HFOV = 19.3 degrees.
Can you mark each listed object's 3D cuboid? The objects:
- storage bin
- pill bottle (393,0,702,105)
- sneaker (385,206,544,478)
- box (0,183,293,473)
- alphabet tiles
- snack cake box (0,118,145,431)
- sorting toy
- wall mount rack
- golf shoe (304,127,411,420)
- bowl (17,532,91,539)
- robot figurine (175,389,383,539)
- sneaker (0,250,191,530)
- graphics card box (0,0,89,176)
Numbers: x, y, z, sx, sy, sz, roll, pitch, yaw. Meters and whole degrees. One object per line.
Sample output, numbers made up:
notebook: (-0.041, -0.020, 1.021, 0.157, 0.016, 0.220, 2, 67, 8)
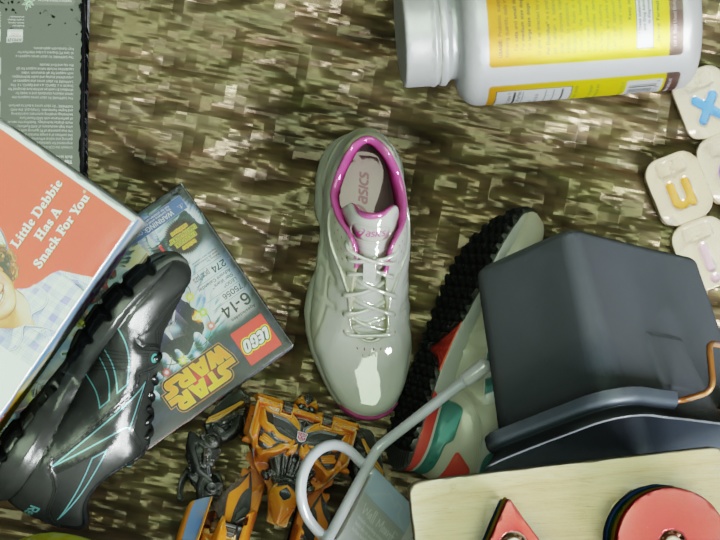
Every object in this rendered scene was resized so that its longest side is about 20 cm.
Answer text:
storage bin: (0.169, 0.053, 1.373, 0.145, 0.200, 0.135, -25, 68, 35)
pill bottle: (0.125, -0.171, 1.439, 0.199, 0.109, 0.110, -5, 85, -4)
sneaker: (0.094, 0.058, 1.445, 0.093, 0.070, 0.200, 26, 82, -18)
box: (-0.164, 0.053, 1.437, 0.200, 0.040, 0.137, -35, 88, -6)
alphabet tiles: (0.305, -0.064, 1.485, 0.199, 0.015, 0.196, -22, 85, -5)
snack cake box: (-0.244, 0.015, 1.380, 0.115, 0.067, 0.200, 35, 87, 0)
sorting toy: (0.140, 0.217, 1.286, 0.199, 0.070, 0.200, -6, 85, -3)
wall mount rack: (0.054, 0.163, 1.385, 0.200, 0.074, 0.174, 48, 59, -32)
golf shoe: (0.000, 0.000, 1.424, 0.075, 0.092, 0.201, -3, 83, -5)
bowl: (-0.207, 0.277, 1.331, 0.200, 0.108, 0.201, 8, 106, 29)
robot figurine: (-0.057, 0.171, 1.397, 0.145, 0.058, 0.201, 17, 65, -5)
sneaker: (-0.165, 0.079, 1.388, 0.079, 0.075, 0.200, 35, 91, -13)
graphics card box: (-0.248, -0.138, 1.447, 0.125, 0.051, 0.201, -1, 86, -3)
